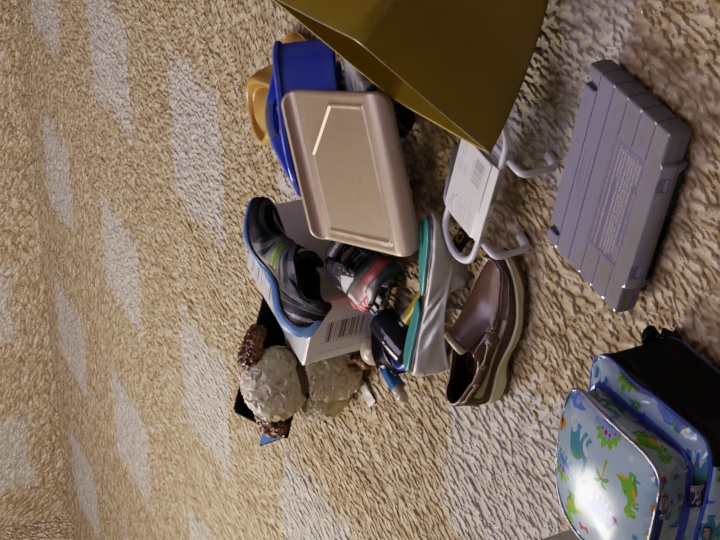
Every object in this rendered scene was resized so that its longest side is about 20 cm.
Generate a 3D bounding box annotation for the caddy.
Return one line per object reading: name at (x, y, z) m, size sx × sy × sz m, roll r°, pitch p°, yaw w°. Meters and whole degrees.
caddy at (-0.070, -0.195, 1.636) m, size 0.142 × 0.103 × 0.203 m, roll 68°, pitch -166°, yaw -70°

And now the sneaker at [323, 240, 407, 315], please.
sneaker at (0.000, 0.000, 1.587) m, size 0.098 × 0.071 × 0.200 m, roll 47°, pitch 174°, yaw -4°

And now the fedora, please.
fedora at (-0.107, -0.230, 1.799) m, size 0.200 × 0.081 × 0.203 m, roll 39°, pitch 136°, yaw 52°

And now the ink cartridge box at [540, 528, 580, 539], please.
ink cartridge box at (0.256, 0.376, 1.313) m, size 0.200 × 0.084 × 0.146 m, roll 44°, pitch 139°, yaw 48°

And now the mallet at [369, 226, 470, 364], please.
mallet at (0.083, 0.031, 1.522) m, size 0.200 × 0.041 × 0.066 m, roll -50°, pitch 61°, yaw 35°

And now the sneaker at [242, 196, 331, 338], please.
sneaker at (-0.088, -0.012, 1.656) m, size 0.083 × 0.070 × 0.201 m, roll -40°, pitch 61°, yaw 27°

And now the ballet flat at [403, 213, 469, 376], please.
ballet flat at (0.091, 0.029, 1.474) m, size 0.069 × 0.069 × 0.203 m, roll 42°, pitch 132°, yaw 51°

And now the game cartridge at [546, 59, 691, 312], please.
game cartridge at (0.237, -0.075, 1.202) m, size 0.130 × 0.038 × 0.202 m, roll 49°, pitch 143°, yaw 39°

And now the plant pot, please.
plant pot at (0.066, -0.263, 1.261) m, size 0.177 × 0.199 × 0.200 m, roll -55°, pitch 37°, yaw 2°

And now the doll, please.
doll at (0.048, 0.100, 1.668) m, size 0.200 × 0.048 × 0.138 m, roll -16°, pitch 85°, yaw 65°

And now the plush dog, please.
plush dog at (-0.087, 0.147, 1.812) m, size 0.160 × 0.170 × 0.203 m, roll 18°, pitch 126°, yaw 60°

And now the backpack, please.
backpack at (0.259, 0.185, 1.144) m, size 0.183 × 0.145 × 0.202 m, roll -137°, pitch 38°, yaw -54°

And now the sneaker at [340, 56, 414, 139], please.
sneaker at (0.002, -0.247, 1.574) m, size 0.085 × 0.076 × 0.203 m, roll 168°, pitch 90°, yaw -70°

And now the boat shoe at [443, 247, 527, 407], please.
boat shoe at (0.132, 0.072, 1.442) m, size 0.075 × 0.074 × 0.205 m, roll 46°, pitch 141°, yaw 48°

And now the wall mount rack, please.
wall mount rack at (0.129, -0.114, 1.374) m, size 0.174 × 0.074 × 0.201 m, roll 54°, pitch 147°, yaw 34°

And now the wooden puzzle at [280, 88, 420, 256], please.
wooden puzzle at (-0.009, -0.117, 1.490) m, size 0.199 × 0.037 × 0.187 m, roll 11°, pitch 118°, yaw 54°

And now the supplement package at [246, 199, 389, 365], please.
supplement package at (-0.062, 0.009, 1.777) m, size 0.201 × 0.116 × 0.118 m, roll 57°, pitch 149°, yaw 37°

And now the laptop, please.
laptop at (-0.143, 0.147, 1.933) m, size 0.115 × 0.200 × 0.190 m, roll 0°, pitch 67°, yaw 36°
